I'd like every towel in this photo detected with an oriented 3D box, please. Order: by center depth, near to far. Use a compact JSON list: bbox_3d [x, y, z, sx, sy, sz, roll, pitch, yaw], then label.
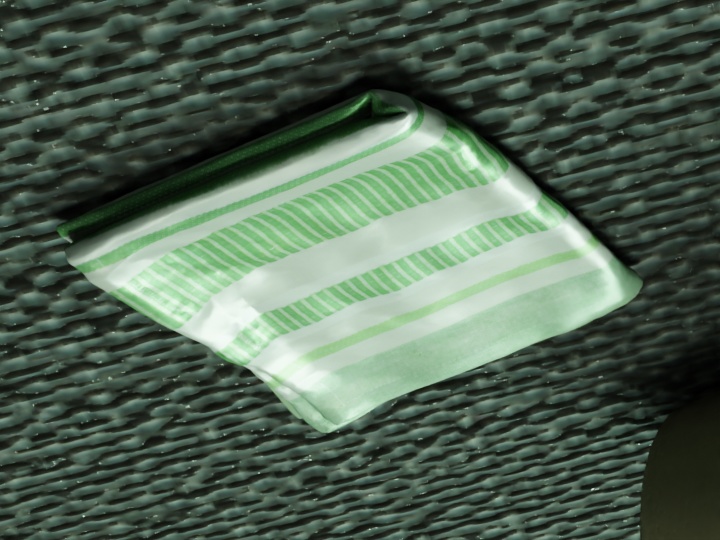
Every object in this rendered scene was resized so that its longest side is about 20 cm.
[{"bbox_3d":[0.000,0.000,1.075,0.152,0.023,0.200,-23,149,19],"label":"towel"}]

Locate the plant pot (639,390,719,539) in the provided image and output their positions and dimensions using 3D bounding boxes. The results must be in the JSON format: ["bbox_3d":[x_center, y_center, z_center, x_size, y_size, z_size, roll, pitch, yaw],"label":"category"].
[{"bbox_3d":[0.217,0.109,1.206,0.174,0.201,0.200,-7,157,29],"label":"plant pot"}]
